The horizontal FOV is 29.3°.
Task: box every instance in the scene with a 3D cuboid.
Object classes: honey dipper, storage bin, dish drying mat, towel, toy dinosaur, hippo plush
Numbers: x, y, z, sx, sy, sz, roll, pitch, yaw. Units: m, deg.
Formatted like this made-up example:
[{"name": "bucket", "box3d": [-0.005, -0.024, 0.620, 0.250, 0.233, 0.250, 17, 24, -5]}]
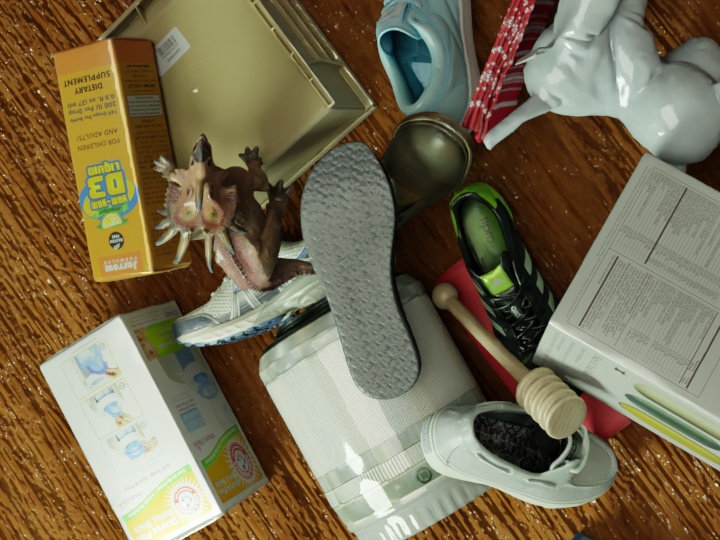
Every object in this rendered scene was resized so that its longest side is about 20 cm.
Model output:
[{"name": "honey dipper", "box3d": [0.111, 0.065, 1.105, 0.200, 0.038, 0.038, 46, 115, 51]}, {"name": "storage bin", "box3d": [-0.129, -0.159, 1.233, 0.200, 0.094, 0.199, -40, 81, 21]}, {"name": "dish drying mat", "box3d": [0.148, 0.069, 1.192, 0.077, 0.018, 0.201, -39, 82, 19]}, {"name": "towel", "box3d": [0.137, -0.201, 1.098, 0.022, 0.145, 0.202, 24, 104, 10]}, {"name": "toy dinosaur", "box3d": [-0.103, -0.031, 1.127, 0.085, 0.136, 0.200, -30, 123, 15]}, {"name": "hippo plush", "box3d": [0.219, -0.164, 1.057, 0.160, 0.200, 0.160, 28, 126, 8]}]

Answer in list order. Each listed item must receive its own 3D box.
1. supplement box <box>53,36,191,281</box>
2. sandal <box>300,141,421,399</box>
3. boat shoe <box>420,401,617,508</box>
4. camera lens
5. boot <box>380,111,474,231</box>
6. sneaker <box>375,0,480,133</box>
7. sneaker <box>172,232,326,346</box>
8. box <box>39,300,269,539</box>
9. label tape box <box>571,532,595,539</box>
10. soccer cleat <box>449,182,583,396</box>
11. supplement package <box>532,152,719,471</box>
[{"name": "supplement box", "box3d": [-0.204, -0.094, 1.184, 0.066, 0.069, 0.202, -9, 95, 24]}, {"name": "sandal", "box3d": [-0.001, 0.001, 1.084, 0.075, 0.043, 0.202, -9, 94, 7]}, {"name": "boat shoe", "box3d": [0.143, 0.146, 1.095, 0.071, 0.199, 0.071, -21, 61, 51]}, {"name": "camera lens", "box3d": [0.019, 0.115, 1.169, 0.159, 0.160, 0.201, -32, 84, 21]}, {"name": "boot", "box3d": [0.028, -0.055, 1.125, 0.074, 0.200, 0.097, 35, 67, -4]}, {"name": "sneaker", "box3d": [0.046, -0.209, 1.141, 0.074, 0.082, 0.202, -29, 65, 31]}, {"name": "sneaker", "box3d": [-0.086, 0.008, 1.252, 0.198, 0.077, 0.086, -23, 83, 12]}, {"name": "box", "box3d": [-0.188, 0.144, 1.278, 0.101, 0.112, 0.201, -30, 85, 20]}, {"name": "label tape box", "box3d": [0.205, 0.349, 1.176, 0.142, 0.066, 0.202, 25, 103, 17]}, {"name": "soccer cleat", "box3d": [0.125, 0.021, 1.141, 0.067, 0.081, 0.201, -28, 86, 17]}, {"name": "supplement package", "box3d": [0.256, 0.043, 1.040, 0.199, 0.152, 0.151, 30, 79, 9]}]
